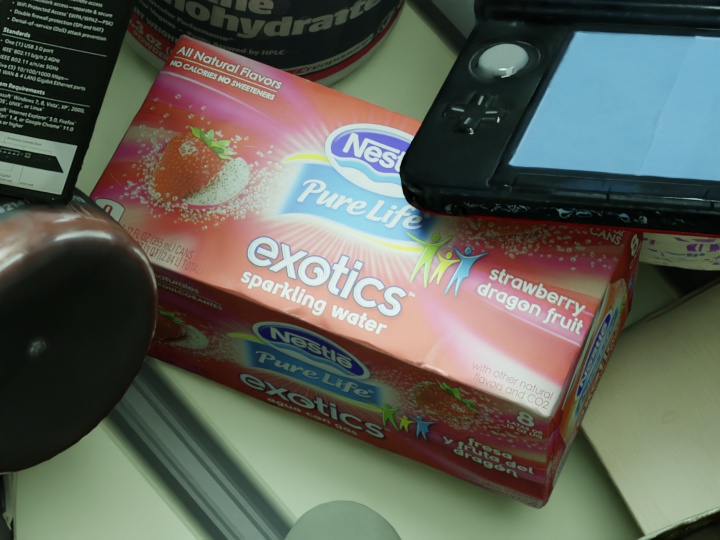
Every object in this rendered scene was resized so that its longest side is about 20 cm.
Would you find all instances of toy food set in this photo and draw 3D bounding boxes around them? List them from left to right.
[{"bbox_3d":[0.181,0.092,1.029,0.143,0.060,0.200,-28,73,-7],"label":"toy food set"}]

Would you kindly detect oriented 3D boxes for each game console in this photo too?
[{"bbox_3d":[0.121,-0.108,0.916,0.199,0.119,0.173,5,41,23],"label":"game console"}]

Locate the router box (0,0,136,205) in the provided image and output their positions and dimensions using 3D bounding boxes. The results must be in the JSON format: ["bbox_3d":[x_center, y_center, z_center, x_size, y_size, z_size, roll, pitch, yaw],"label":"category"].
[{"bbox_3d":[-0.123,-0.135,0.918,0.051,0.149,0.200,11,23,-24],"label":"router box"}]

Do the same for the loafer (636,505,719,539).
[{"bbox_3d":[0.090,0.136,0.911,0.076,0.068,0.200,39,48,20],"label":"loafer"}]

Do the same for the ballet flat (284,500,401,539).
[{"bbox_3d":[-0.006,0.172,0.901,0.067,0.064,0.201,8,67,-5],"label":"ballet flat"}]

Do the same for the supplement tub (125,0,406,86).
[{"bbox_3d":[-0.035,-0.167,1.015,0.140,0.200,0.141,3,68,-7],"label":"supplement tub"}]

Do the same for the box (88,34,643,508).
[{"bbox_3d":[0.000,0.000,0.993,0.200,0.096,0.100,21,66,12],"label":"box"}]

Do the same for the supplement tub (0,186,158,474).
[{"bbox_3d":[-0.171,-0.018,0.945,0.107,0.107,0.200,-36,50,-20],"label":"supplement tub"}]

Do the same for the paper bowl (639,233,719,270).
[{"bbox_3d":[0.154,-0.083,1.039,0.200,0.104,0.201,-9,49,11],"label":"paper bowl"}]

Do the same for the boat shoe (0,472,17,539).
[{"bbox_3d":[-0.167,0.084,0.967,0.074,0.060,0.200,-9,67,-5],"label":"boat shoe"}]
